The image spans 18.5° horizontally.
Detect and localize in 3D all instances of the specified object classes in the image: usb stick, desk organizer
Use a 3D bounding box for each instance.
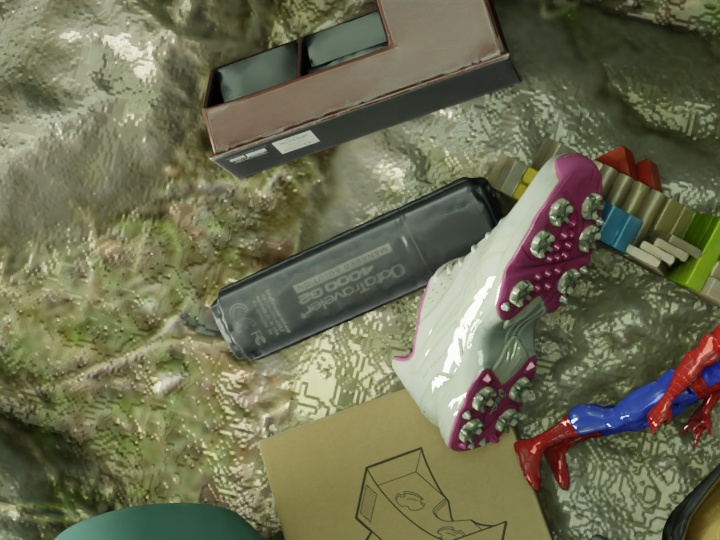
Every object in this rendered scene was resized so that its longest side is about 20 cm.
[{"bbox_3d":[0.000,0.000,1.407,0.199,0.033,0.056,-24,103,15],"label":"usb stick"},{"bbox_3d":[-0.005,-0.131,1.415,0.199,0.072,0.077,-19,79,8],"label":"desk organizer"}]

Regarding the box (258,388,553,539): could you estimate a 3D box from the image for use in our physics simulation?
[{"bbox_3d":[0.038,0.172,1.379,0.163,0.021,0.201,-20,67,7],"label":"box"}]

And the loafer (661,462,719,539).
[{"bbox_3d":[0.264,0.115,1.339,0.073,0.072,0.200,42,92,13],"label":"loafer"}]

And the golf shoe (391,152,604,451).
[{"bbox_3d":[0.078,0.009,1.344,0.091,0.075,0.201,39,113,37],"label":"golf shoe"}]

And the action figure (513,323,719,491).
[{"bbox_3d":[0.189,0.077,1.335,0.200,0.065,0.052,-35,64,25],"label":"action figure"}]

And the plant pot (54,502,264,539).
[{"bbox_3d":[-0.120,0.236,1.342,0.200,0.201,0.162,-13,65,9],"label":"plant pot"}]

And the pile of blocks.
[{"bbox_3d":[0.176,-0.037,1.365,0.199,0.082,0.062,27,90,12],"label":"pile of blocks"}]

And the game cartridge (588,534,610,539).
[{"bbox_3d":[0.142,0.273,1.366,0.133,0.040,0.201,28,90,8],"label":"game cartridge"}]
